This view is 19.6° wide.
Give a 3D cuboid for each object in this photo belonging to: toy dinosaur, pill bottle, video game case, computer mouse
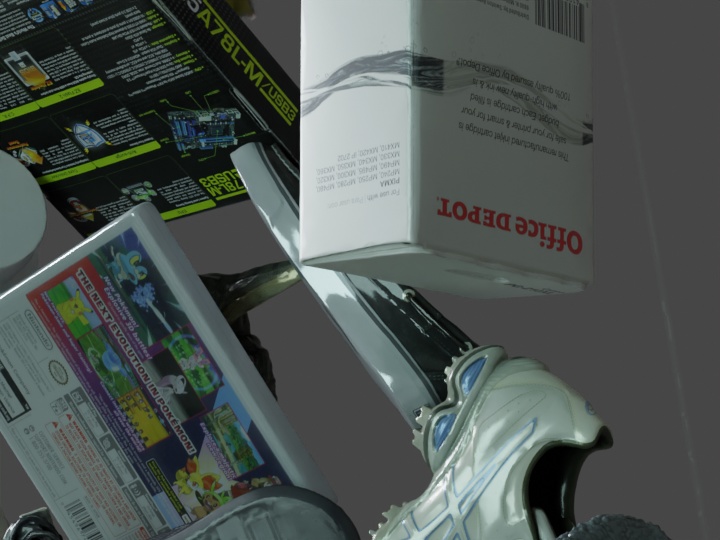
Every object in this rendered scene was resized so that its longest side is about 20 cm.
[{"bbox_3d":[-0.084,0.036,1.218,0.199,0.047,0.089,-13,67,37],"label":"toy dinosaur"},{"bbox_3d":[-0.269,0.004,1.310,0.200,0.112,0.113,-44,53,52],"label":"pill bottle"},{"bbox_3d":[-0.130,0.083,1.199,0.182,0.023,0.201,-29,95,36],"label":"video game case"},{"bbox_3d":[-0.089,0.175,1.145,0.199,0.053,0.139,-19,85,11],"label":"computer mouse"}]

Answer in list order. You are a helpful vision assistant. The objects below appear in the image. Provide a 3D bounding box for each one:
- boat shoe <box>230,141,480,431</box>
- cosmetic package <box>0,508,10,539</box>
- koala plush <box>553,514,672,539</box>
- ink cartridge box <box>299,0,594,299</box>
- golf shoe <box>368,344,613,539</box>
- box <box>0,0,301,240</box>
[{"bbox_3d":[0.000,0.000,1.127,0.056,0.069,0.200,-35,65,-3],"label":"boat shoe"},{"bbox_3d":[-0.317,0.205,1.356,0.200,0.071,0.106,-37,84,30],"label":"cosmetic package"},{"bbox_3d":[0.079,0.242,0.954,0.178,0.183,0.201,51,128,36],"label":"koala plush"},{"bbox_3d":[0.045,-0.093,1.050,0.084,0.144,0.202,-9,76,43],"label":"ink cartridge box"},{"bbox_3d":[0.059,0.143,1.046,0.097,0.078,0.201,27,102,36],"label":"golf shoe"},{"bbox_3d":[-0.145,-0.110,1.208,0.199,0.193,0.048,-14,41,41],"label":"box"}]
